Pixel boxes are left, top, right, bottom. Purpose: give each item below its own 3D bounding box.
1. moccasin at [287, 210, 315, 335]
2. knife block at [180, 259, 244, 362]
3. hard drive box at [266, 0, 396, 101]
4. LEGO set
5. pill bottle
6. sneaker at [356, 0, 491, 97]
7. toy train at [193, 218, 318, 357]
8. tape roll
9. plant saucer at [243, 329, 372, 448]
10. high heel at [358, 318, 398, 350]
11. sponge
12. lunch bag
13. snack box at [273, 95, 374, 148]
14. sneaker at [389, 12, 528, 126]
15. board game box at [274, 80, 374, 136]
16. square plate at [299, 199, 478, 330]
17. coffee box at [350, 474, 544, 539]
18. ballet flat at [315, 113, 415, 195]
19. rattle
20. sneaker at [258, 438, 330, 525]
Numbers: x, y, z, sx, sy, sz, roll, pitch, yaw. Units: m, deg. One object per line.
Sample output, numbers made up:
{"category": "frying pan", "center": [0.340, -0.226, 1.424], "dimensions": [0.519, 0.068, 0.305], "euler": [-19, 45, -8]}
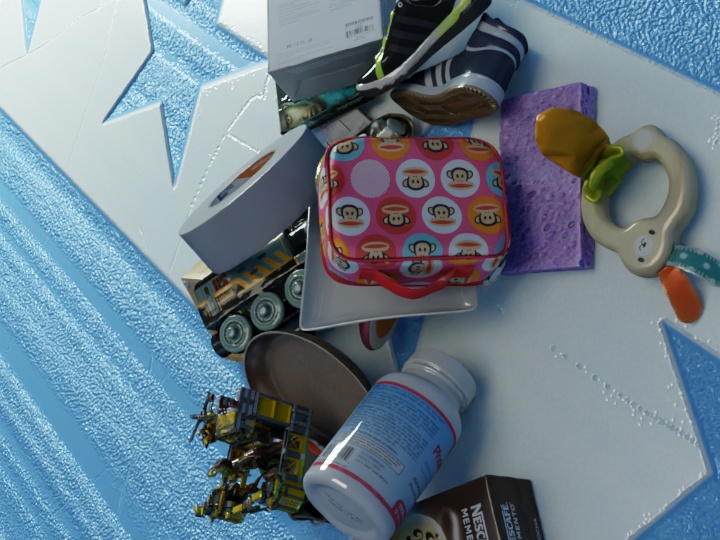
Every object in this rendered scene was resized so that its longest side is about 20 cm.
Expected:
{"category": "moccasin", "center": [-0.074, 0.003, 1.493], "dimensions": [0.078, 0.074, 0.202], "euler": [0, 76, 30]}
{"category": "knife block", "center": [-0.142, 0.000, 1.577], "dimensions": [0.064, 0.176, 0.200], "euler": [4, 128, 46]}
{"category": "hard drive box", "center": [-0.033, -0.330, 1.482], "dimensions": [0.156, 0.077, 0.200], "euler": [-12, 64, 20]}
{"category": "LEGO set", "center": [-0.149, 0.215, 1.388], "dimensions": [0.200, 0.116, 0.154], "euler": [-14, 58, 57]}
{"category": "pill bottle", "center": [0.037, 0.180, 1.257], "dimensions": [0.109, 0.109, 0.200], "euler": [6, 46, 45]}
{"category": "sneaker", "center": [0.060, -0.281, 1.358], "dimensions": [0.200, 0.072, 0.083], "euler": [-37, 100, 26]}
{"category": "toy train", "center": [-0.109, 0.023, 1.429], "dimensions": [0.200, 0.085, 0.114], "euler": [-34, 70, 21]}
{"category": "tape roll", "center": [-0.121, -0.085, 1.424], "dimensions": [0.200, 0.066, 0.200], "euler": [-37, 15, 11]}
{"category": "plant saucer", "center": [-0.049, 0.144, 1.388], "dimensions": [0.200, 0.032, 0.200], "euler": [25, 139, 24]}
{"category": "high heel", "center": [0.000, 0.000, 1.416], "dimensions": [0.096, 0.067, 0.200], "euler": [-6, 71, 33]}
{"category": "sponge", "center": [0.198, -0.095, 1.280], "dimensions": [0.111, 0.030, 0.200], "euler": [-8, 76, 44]}
{"category": "lunch bag", "center": [0.057, -0.051, 1.254], "dimensions": [0.082, 0.200, 0.176], "euler": [105, 164, -62]}
{"category": "snack box", "center": [-0.042, -0.201, 1.544], "dimensions": [0.072, 0.024, 0.200], "euler": [-56, 48, 17]}
{"category": "sneaker", "center": [0.116, -0.231, 1.369], "dimensions": [0.200, 0.070, 0.109], "euler": [7, 66, 61]}
{"category": "board game box", "center": [-0.054, -0.281, 1.546], "dimensions": [0.135, 0.028, 0.200], "euler": [-23, 58, 27]}
{"category": "square plate", "center": [0.034, -0.020, 1.340], "dimensions": [0.198, 0.028, 0.200], "euler": [-7, 52, 13]}
{"category": "coffee box", "center": [0.091, 0.298, 1.249], "dimensions": [0.200, 0.080, 0.113], "euler": [-30, 59, 36]}
{"category": "ballet flat", "center": [0.010, -0.135, 1.372], "dimensions": [0.071, 0.200, 0.071], "euler": [11, 117, 21]}
{"category": "rattle", "center": [0.260, -0.058, 1.139], "dimensions": [0.130, 0.143, 0.200], "euler": [-20, 59, 19]}
{"category": "sneaker", "center": [-0.065, 0.252, 1.397], "dimensions": [0.200, 0.082, 0.077], "euler": [8, 118, 45]}
